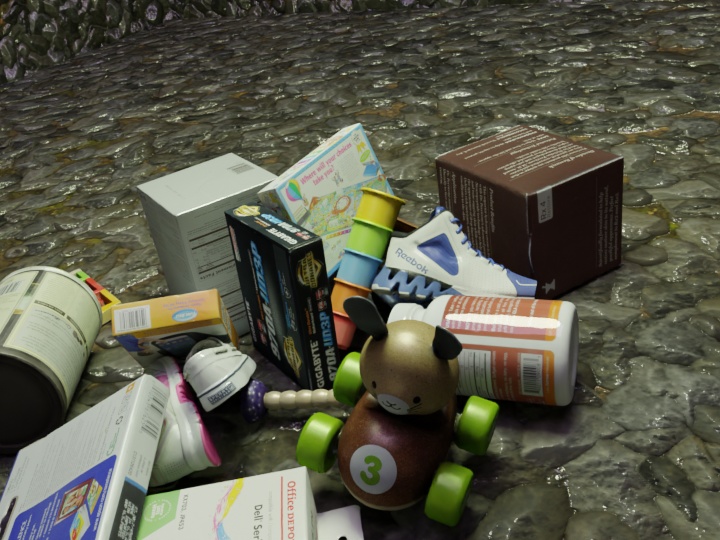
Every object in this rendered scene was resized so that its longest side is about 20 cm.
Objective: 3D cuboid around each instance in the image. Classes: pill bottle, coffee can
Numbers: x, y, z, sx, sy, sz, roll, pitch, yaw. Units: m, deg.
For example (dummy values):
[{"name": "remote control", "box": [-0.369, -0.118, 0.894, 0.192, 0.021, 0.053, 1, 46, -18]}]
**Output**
[{"name": "pill bottle", "box": [0.134, 0.084, 0.842, 0.200, 0.112, 0.112, 3, 32, 22]}, {"name": "coffee can", "box": [-0.415, 0.105, 0.941, 0.146, 0.147, 0.200, -10, 29, 1]}]

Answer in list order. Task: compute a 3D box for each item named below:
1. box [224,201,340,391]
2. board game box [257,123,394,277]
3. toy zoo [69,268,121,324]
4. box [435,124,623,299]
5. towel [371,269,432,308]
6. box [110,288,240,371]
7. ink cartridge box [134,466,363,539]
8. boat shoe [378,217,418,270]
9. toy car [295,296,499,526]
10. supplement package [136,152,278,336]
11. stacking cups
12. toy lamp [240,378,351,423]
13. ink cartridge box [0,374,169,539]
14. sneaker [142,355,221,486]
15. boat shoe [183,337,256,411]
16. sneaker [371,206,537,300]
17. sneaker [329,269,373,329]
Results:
[{"name": "box", "box": [-0.092, 0.032, 0.913, 0.046, 0.200, 0.159, -23, 32, -28]}, {"name": "board game box", "box": [-0.034, -0.091, 0.996, 0.034, 0.135, 0.200, -9, 25, 41]}, {"name": "toy zoo", "box": [-0.449, 0.061, 1.156, 0.131, 0.020, 0.200, -29, 35, -30]}, {"name": "box", "box": [0.230, -0.084, 1.051, 0.164, 0.166, 0.200, -23, 32, -23]}, {"name": "towel", "box": [0.045, -0.018, 1.050, 0.147, 0.024, 0.200, -15, 45, -38]}, {"name": "box", "box": [-0.214, 0.083, 0.918, 0.119, 0.200, 0.042, -10, 66, -4]}, {"name": "ink cartridge box", "box": [-0.098, 0.245, 0.675, 0.200, 0.067, 0.117, -11, 29, -1]}, {"name": "boat shoe", "box": [0.105, -0.014, 0.992, 0.200, 0.068, 0.072, 21, 37, 6]}, {"name": "toy car", "box": [0.037, 0.109, 0.692, 0.164, 0.200, 0.158, 17, 49, 17]}, {"name": "supplement package", "box": [-0.191, -0.033, 1.057, 0.151, 0.200, 0.152, -24, 32, -25]}, {"name": "stacking cups", "box": [0.000, 0.000, 0.955, 0.060, 0.200, 0.061, 17, 1, 0]}, {"name": "toy lamp", "box": [-0.031, 0.144, 0.848, 0.200, 0.058, 0.058, -4, 30, 15]}, {"name": "ink cartridge box", "box": [-0.282, 0.223, 0.735, 0.200, 0.047, 0.198, -33, 34, 23]}, {"name": "sneaker", "box": [-0.225, 0.164, 0.844, 0.088, 0.081, 0.200, -25, 26, -14]}, {"name": "boat shoe", "box": [-0.163, 0.106, 0.862, 0.074, 0.065, 0.200, -35, 3, -12]}, {"name": "sneaker", "box": [0.119, -0.016, 0.924, 0.199, 0.115, 0.081, 8, -4, 1]}, {"name": "sneaker", "box": [-0.053, 0.020, 1.052, 0.099, 0.071, 0.200, -11, 33, -12]}]
